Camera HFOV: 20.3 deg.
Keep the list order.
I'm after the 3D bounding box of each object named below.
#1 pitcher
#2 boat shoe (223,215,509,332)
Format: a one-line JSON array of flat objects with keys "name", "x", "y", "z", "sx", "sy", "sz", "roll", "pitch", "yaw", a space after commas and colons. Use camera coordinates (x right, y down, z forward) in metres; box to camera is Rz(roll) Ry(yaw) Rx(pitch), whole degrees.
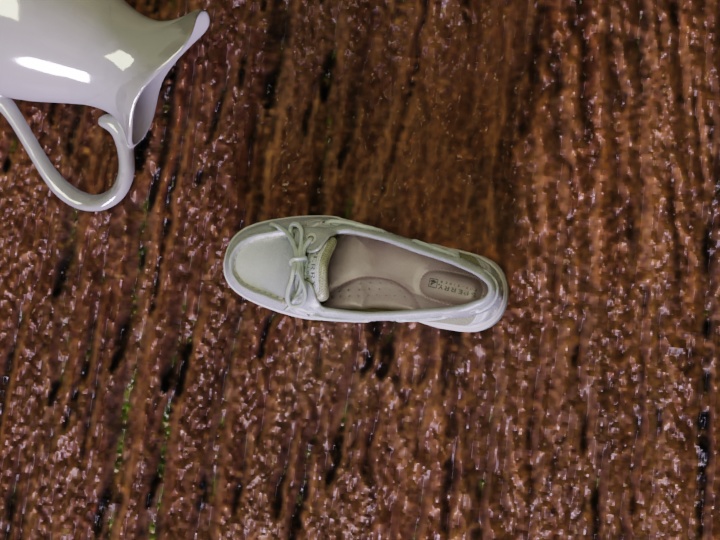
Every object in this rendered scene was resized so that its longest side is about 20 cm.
[{"name": "pitcher", "x": -0.230, "y": -0.149, "z": 1.420, "sx": 0.199, "sy": 0.121, "sz": 0.172, "roll": 25, "pitch": 104, "yaw": 1}, {"name": "boat shoe", "x": 0.000, "y": 0.002, "z": 1.377, "sx": 0.201, "sy": 0.065, "sz": 0.075, "roll": 11, "pitch": 85, "yaw": 11}]
